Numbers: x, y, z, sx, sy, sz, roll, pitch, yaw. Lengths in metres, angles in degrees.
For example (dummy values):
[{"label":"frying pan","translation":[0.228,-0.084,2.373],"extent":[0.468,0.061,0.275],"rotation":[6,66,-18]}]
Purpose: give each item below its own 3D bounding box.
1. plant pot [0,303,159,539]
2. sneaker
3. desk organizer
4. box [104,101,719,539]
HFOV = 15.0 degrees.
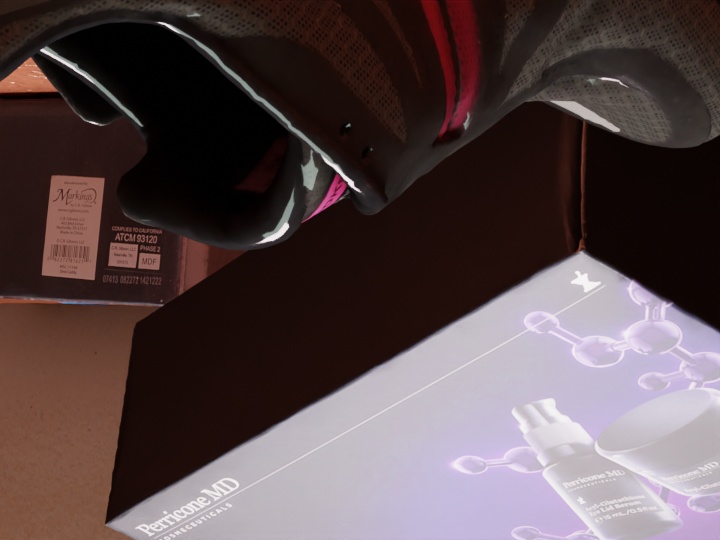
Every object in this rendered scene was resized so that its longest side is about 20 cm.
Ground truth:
[{"label":"plant pot","translation":[-0.039,0.118,1.065],"extent":[0.200,0.177,0.200],"rotation":[1,169,46]},{"label":"sneaker","translation":[-0.008,-0.043,0.475],"extent":[0.200,0.084,0.077],"rotation":[9,175,-39]},{"label":"desk organizer","translation":[-0.112,-0.023,1.005],"extent":[0.200,0.072,0.077],"rotation":[2,177,39]},{"label":"box","translation":[0.044,0.035,0.782],"extent":[0.141,0.079,0.200],"rotation":[31,137,-28]}]
